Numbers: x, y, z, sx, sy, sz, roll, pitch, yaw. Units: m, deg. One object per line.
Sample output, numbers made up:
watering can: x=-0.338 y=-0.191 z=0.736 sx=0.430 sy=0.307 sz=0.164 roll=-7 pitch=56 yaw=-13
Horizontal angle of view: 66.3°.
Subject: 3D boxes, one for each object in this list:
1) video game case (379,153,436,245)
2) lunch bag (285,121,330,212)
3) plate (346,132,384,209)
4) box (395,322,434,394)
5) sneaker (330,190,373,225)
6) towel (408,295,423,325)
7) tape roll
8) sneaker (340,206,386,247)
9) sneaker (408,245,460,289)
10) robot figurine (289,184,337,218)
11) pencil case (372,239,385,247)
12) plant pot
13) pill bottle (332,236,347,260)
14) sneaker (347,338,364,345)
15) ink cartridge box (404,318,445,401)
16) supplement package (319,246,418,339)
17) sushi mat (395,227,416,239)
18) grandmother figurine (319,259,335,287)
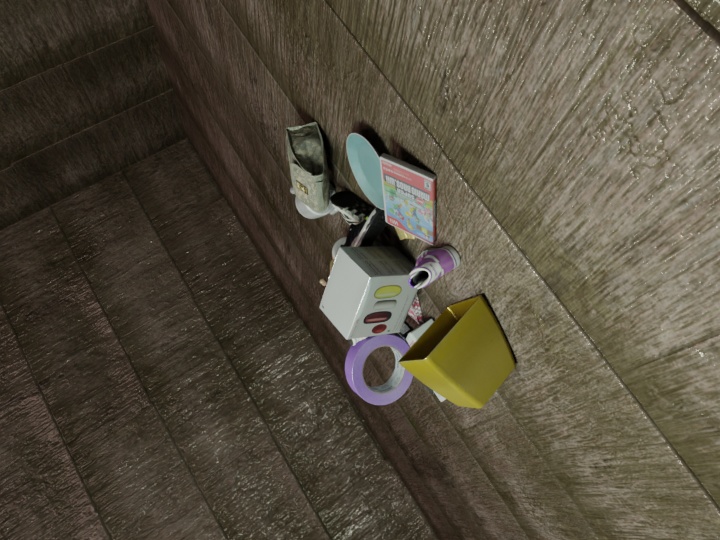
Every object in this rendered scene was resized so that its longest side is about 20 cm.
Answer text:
video game case: x=0.109 y=-0.158 z=1.244 sx=0.141 sy=0.017 sz=0.202 roll=29 pitch=149 yaw=28
lunch bag: x=-0.147 y=-0.289 z=1.589 sx=0.165 sy=0.115 sz=0.204 roll=90 pitch=165 yaw=-60
plate: x=0.027 y=-0.245 z=1.348 sx=0.201 sy=0.025 sz=0.202 roll=52 pitch=161 yaw=25
box: x=0.184 y=0.275 z=1.761 sx=0.200 sy=0.043 sz=0.162 roll=46 pitch=157 yaw=39
sneaker: x=-0.022 y=-0.160 z=1.589 sx=0.200 sy=0.073 sz=0.090 roll=43 pitch=155 yaw=45
towel: x=0.118 y=0.057 z=1.620 sx=0.146 sy=0.030 sz=0.203 roll=40 pitch=154 yaw=50
tape roll: x=0.056 y=0.278 z=1.586 sx=0.204 sy=0.198 sz=0.065 roll=63 pitch=162 yaw=-15
sneaker: x=-0.001 y=-0.107 z=1.480 sx=0.083 sy=0.071 sz=0.202 roll=49 pitch=122 yaw=28
sneaker: x=0.146 y=0.000 z=1.305 sx=0.074 sy=0.113 sz=0.200 roll=56 pitch=164 yaw=2
robot figurine: x=-0.145 y=-0.227 z=1.764 sx=0.167 sy=0.115 sz=0.199 roll=29 pitch=171 yaw=-17
pencil case: x=0.000 y=0.000 z=1.575 sx=0.087 sy=0.203 sz=0.089 roll=26 pitch=-166 yaw=-7
plant pot: x=0.235 y=0.204 z=1.275 sx=0.177 sy=0.200 sz=0.200 roll=48 pitch=163 yaw=-1
pill bottle: x=-0.037 y=-0.011 z=1.814 sx=0.110 sy=0.108 sz=0.202 roll=50 pitch=160 yaw=26
sneaker: x=-0.022 y=0.138 z=1.604 sx=0.201 sy=0.078 sz=0.075 roll=-121 pitch=17 yaw=-49
ink cartridge box: x=0.217 y=0.256 z=1.569 sx=0.202 sy=0.082 sz=0.146 roll=55 pitch=164 yaw=15
supplement package: x=0.029 y=0.055 z=1.464 sx=0.147 sy=0.197 sz=0.195 roll=43 pitch=123 yaw=40
sushi mat: x=0.081 y=-0.169 z=1.382 sx=0.204 sy=0.012 sz=0.095 roll=65 pitch=164 yaw=-12
grandmother figurine: x=-0.069 y=0.035 z=1.728 sx=0.201 sy=0.118 sz=0.062 roll=93 pitch=179 yaw=-61
